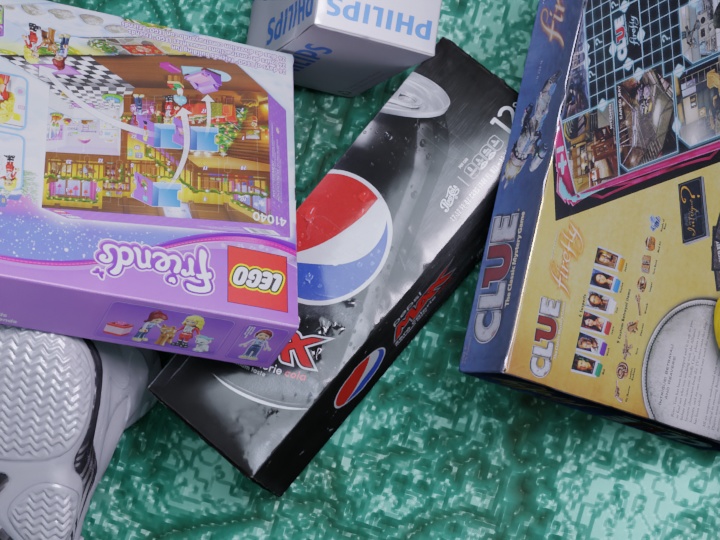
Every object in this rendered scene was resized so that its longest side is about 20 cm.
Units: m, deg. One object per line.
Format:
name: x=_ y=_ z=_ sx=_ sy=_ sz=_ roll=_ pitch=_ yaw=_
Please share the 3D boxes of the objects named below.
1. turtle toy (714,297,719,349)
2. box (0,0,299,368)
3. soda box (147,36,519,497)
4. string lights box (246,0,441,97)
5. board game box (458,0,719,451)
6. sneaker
turtle toy: x=0.227 y=0.023 z=0.916 sx=0.145 sy=0.101 sz=0.201 roll=-8 pitch=79 yaw=-16
box: x=-0.124 y=-0.043 z=0.910 sx=0.199 sy=0.039 sz=0.137 roll=11 pitch=56 yaw=-20
soda box: x=0.000 y=0.000 z=0.979 sx=0.063 sy=0.071 sz=0.200 roll=38 pitch=85 yaw=15
string lights box: x=0.002 y=-0.187 z=0.992 sx=0.059 sy=0.103 sz=0.201 roll=12 pitch=80 yaw=-20
board game box: x=0.124 y=-0.037 z=0.953 sx=0.135 sy=0.035 sz=0.201 roll=19 pitch=79 yaw=-30
sneaker: x=-0.137 y=0.091 z=0.979 sx=0.075 sy=0.115 sz=0.201 roll=19 pitch=116 yaw=10
